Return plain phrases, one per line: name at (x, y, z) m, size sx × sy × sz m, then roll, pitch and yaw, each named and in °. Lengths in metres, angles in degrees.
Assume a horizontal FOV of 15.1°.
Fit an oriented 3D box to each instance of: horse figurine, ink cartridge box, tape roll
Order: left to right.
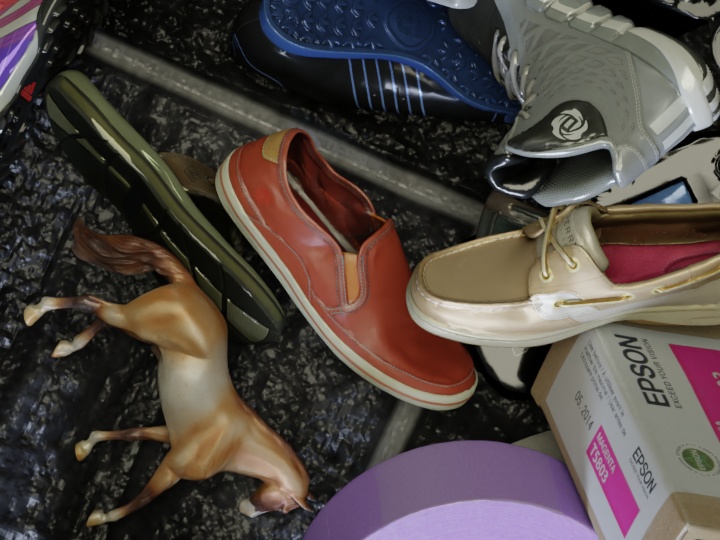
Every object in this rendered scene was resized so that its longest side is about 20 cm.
horse figurine at (-0.115, 0.063, 1.584) m, size 0.132 × 0.050 × 0.200 m, roll -13°, pitch 99°, yaw 13°
tape roll at (0.061, 0.197, 1.528) m, size 0.200 × 0.066 × 0.200 m, roll -2°, pitch 118°, yaw -4°
ink cartridge box at (0.204, 0.111, 1.495) m, size 0.165 × 0.200 × 0.075 m, roll 10°, pitch 124°, yaw -23°

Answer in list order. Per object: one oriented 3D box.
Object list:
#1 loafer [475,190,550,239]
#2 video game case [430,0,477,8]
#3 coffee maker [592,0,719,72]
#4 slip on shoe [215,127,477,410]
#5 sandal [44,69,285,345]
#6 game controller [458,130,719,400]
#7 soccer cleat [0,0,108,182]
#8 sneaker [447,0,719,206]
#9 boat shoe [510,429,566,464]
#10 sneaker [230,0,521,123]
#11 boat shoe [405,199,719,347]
loafer at (0.164, -0.009, 1.558) m, size 0.200 × 0.072 × 0.063 m, roll 4°, pitch 86°, yaw -2°
video game case at (-0.001, -0.260, 1.546) m, size 0.200 × 0.023 × 0.182 m, roll 21°, pitch 110°, yaw 36°
coffee maker at (0.181, -0.184, 1.539) m, size 0.134 × 0.200 × 0.192 m, roll -2°, pitch 87°, yaw 0°
slip on shoe at (0.000, 0.000, 1.575) m, size 0.061 × 0.074 × 0.200 m, roll -36°, pitch 97°, yaw 37°
sandal at (-0.106, -0.043, 1.593) m, size 0.057 × 0.080 × 0.201 m, roll -38°, pitch 91°, yaw -29°
game controller at (0.152, -0.002, 1.604) m, size 0.200 × 0.042 × 0.104 m, roll -24°, pitch 85°, yaw -1°
soccer cleat at (-0.212, -0.131, 1.608) m, size 0.073 × 0.068 × 0.200 m, roll 29°, pitch 85°, yaw 17°
sneaker at (0.092, -0.098, 1.496) m, size 0.115 × 0.075 × 0.200 m, roll -46°, pitch 43°, yaw -17°
boat shoe at (0.106, 0.143, 1.582) m, size 0.200 × 0.072 × 0.069 m, roll -18°, pitch 117°, yaw -15°
sneaker at (0.020, -0.127, 1.606) m, size 0.200 × 0.078 × 0.070 m, roll 15°, pitch 71°, yaw -20°
boat shoe at (0.123, -0.008, 1.487) m, size 0.200 × 0.069 × 0.074 m, roll -6°, pitch 51°, yaw -2°
